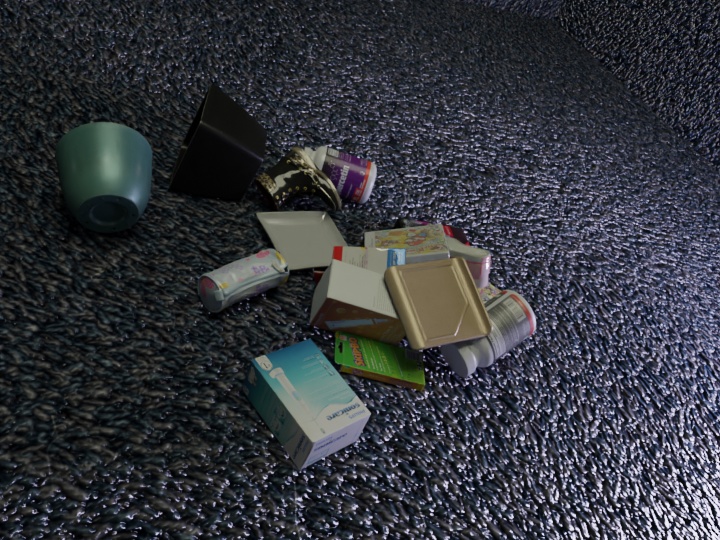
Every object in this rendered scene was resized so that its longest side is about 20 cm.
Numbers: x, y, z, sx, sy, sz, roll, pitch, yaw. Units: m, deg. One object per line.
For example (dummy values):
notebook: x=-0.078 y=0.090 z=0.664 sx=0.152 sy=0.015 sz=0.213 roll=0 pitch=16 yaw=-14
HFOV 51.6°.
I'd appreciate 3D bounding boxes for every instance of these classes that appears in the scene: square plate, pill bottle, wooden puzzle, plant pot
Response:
square plate: x=-0.130 y=-0.068 z=1.770 sx=0.196 sy=0.029 sz=0.201 roll=-3 pitch=45 yaw=-33
pill bottle: x=-0.063 y=-0.257 z=1.964 sx=0.197 sy=0.113 sz=0.113 roll=17 pitch=37 yaw=-9
wooden puzzle: x=0.160 y=0.068 z=1.552 sx=0.197 sy=0.037 sz=0.187 roll=-9 pitch=66 yaw=-27
plant pot: x=-0.530 y=-0.180 z=1.554 sx=0.198 sy=0.201 sz=0.163 roll=2 pitch=54 yaw=-27
plant pot: x=-0.333 y=-0.292 z=1.803 sx=0.175 sy=0.201 sz=0.201 roll=22 pitch=35 yaw=-20
pill bottle: x=0.277 y=0.139 z=1.628 sx=0.199 sy=0.117 sz=0.116 roll=-32 pitch=60 yaw=-20

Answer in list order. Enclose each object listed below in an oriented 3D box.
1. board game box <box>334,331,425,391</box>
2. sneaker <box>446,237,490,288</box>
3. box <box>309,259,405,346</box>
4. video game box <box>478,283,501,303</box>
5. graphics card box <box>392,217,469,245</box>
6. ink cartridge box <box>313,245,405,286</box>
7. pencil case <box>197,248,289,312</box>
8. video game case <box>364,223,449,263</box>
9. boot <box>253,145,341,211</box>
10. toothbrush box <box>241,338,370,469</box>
board game box: x=0.038 y=0.188 z=1.555 sx=0.197 sy=0.030 sz=0.096 roll=18 pitch=37 yaw=-13
sneaker: x=0.234 y=-0.012 z=1.803 sx=0.075 sy=0.106 sz=0.199 roll=-22 pitch=28 yaw=-32
box: x=0.007 y=0.073 z=1.570 sx=0.197 sy=0.125 sz=0.099 roll=17 pitch=54 yaw=-13
video game box: x=0.246 y=0.070 z=1.795 sx=0.181 sy=0.047 sz=0.200 roll=33 pitch=38 yaw=16
graphics card box: x=0.189 y=-0.068 z=1.926 sx=0.197 sy=0.051 sz=0.126 roll=8 pitch=41 yaw=-18
ink cartridge box: x=0.000 y=0.000 z=1.634 sx=0.197 sy=0.116 sz=0.068 roll=3 pitch=68 yaw=3
pencil case: x=-0.242 y=0.020 z=1.554 sx=0.090 sy=0.084 sz=0.199 roll=22 pitch=31 yaw=37
video game case: x=0.107 y=-0.061 z=1.784 sx=0.197 sy=0.023 sz=0.183 roll=-6 pitch=24 yaw=3
boot: x=-0.155 y=-0.199 z=1.848 sx=0.150 sy=0.073 sz=0.201 roll=-37 pitch=83 yaw=-21
toothbrush box: x=-0.101 y=0.240 z=1.366 sx=0.145 sy=0.086 sz=0.200 roll=-17 pitch=52 yaw=-42
